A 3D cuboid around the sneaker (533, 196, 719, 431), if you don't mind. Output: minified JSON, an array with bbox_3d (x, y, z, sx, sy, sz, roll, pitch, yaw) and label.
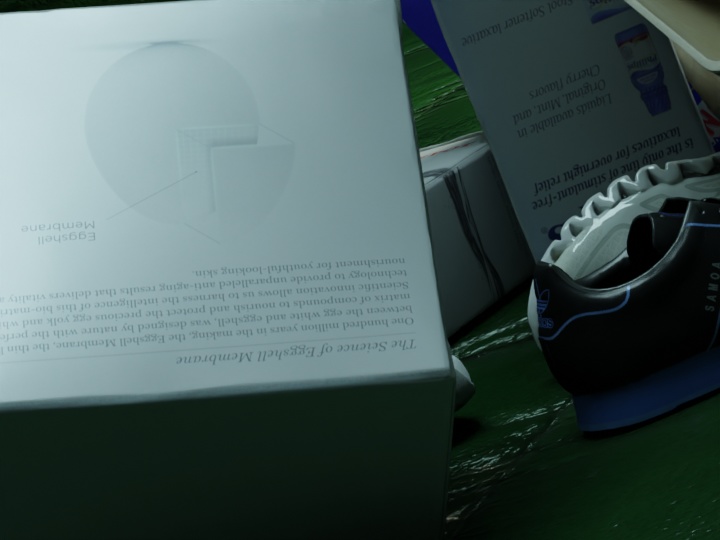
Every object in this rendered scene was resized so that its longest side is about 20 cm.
[{"bbox_3d":[0.168,-0.003,1.283,0.199,0.078,0.070,-24,9,-14],"label":"sneaker"}]

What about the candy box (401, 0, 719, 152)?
[{"bbox_3d":[0.138,-0.145,1.638,0.169,0.200,0.077,-45,1,17],"label":"candy box"}]

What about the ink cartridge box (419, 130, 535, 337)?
[{"bbox_3d":[0.000,0.000,1.637,0.145,0.085,0.200,-15,13,35],"label":"ink cartridge box"}]

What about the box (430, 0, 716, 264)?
[{"bbox_3d":[0.111,-0.088,1.516,0.104,0.201,0.184,-21,9,4],"label":"box"}]

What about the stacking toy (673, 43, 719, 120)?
[{"bbox_3d":[0.255,-0.152,1.514,0.200,0.085,0.085,-39,4,17],"label":"stacking toy"}]

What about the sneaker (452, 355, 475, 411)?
[{"bbox_3d":[-0.024,0.050,1.422,0.070,0.081,0.200,-25,11,-35],"label":"sneaker"}]

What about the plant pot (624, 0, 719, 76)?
[{"bbox_3d":[0.223,-0.173,1.338,0.200,0.177,0.200,-55,38,10],"label":"plant pot"}]

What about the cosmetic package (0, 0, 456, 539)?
[{"bbox_3d":[-0.073,0.005,1.199,0.198,0.123,0.201,-4,51,-4],"label":"cosmetic package"}]

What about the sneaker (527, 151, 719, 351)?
[{"bbox_3d":[0.170,-0.014,1.384,0.199,0.075,0.081,-30,37,-1],"label":"sneaker"}]
